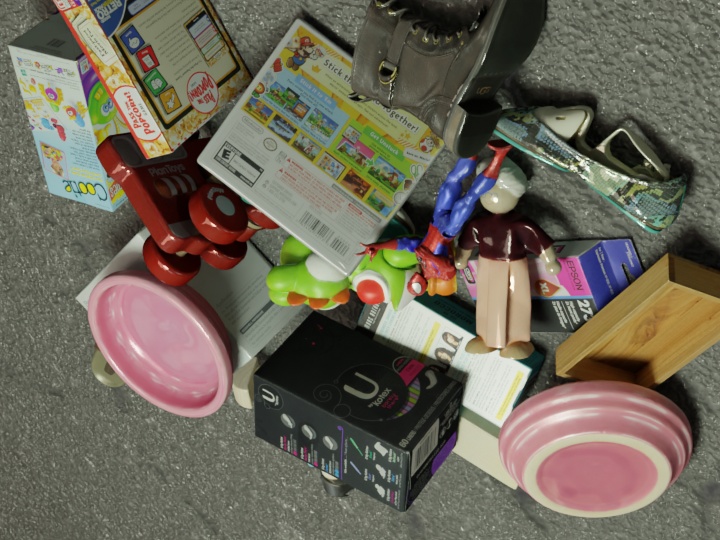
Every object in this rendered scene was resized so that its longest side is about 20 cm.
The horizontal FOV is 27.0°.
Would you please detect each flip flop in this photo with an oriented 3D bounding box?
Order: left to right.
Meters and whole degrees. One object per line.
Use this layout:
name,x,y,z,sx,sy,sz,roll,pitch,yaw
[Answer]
flip flop,-0.334,0.109,2.043,0.081,0.058,0.200,41,141,3

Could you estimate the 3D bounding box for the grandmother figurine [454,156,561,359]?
grandmother figurine,0.143,-0.015,1.491,0.121,0.061,0.201,2,105,23

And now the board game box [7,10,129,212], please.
board game box,-0.312,-0.187,1.729,0.105,0.103,0.201,17,133,28

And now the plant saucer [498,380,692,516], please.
plant saucer,0.244,0.194,1.555,0.200,0.051,0.201,2,138,2

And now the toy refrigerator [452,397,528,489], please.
toy refrigerator,0.114,0.156,1.693,0.200,0.076,0.070,30,139,15

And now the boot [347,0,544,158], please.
boot,0.069,-0.217,1.401,0.174,0.069,0.201,40,117,34

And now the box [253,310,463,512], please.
box,-0.004,0.151,1.633,0.199,0.122,0.106,24,137,22

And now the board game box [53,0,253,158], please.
board game box,-0.213,-0.241,1.561,0.046,0.152,0.200,-9,118,44

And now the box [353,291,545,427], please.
box,0.095,0.083,1.645,0.200,0.049,0.083,31,116,16

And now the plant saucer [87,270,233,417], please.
plant saucer,-0.224,0.078,1.739,0.200,0.051,0.201,21,134,24

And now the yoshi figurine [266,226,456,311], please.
yoshi figurine,-0.002,-0.014,1.583,0.199,0.112,0.113,-7,96,-3

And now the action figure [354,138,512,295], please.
action figure,0.068,-0.052,1.459,0.065,0.099,0.200,48,133,35

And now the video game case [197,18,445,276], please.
video game case,-0.037,-0.125,1.524,0.200,0.023,0.182,37,96,8

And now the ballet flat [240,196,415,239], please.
ballet flat,-0.033,-0.085,1.601,0.199,0.070,0.070,16,141,-11

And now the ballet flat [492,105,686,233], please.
ballet flat,0.215,-0.114,1.391,0.200,0.074,0.074,33,139,11

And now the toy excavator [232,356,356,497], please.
toy excavator,-0.048,0.172,1.828,0.200,0.194,0.100,-111,9,-47

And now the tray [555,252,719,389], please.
tray,0.284,0.058,1.462,0.098,0.037,0.200,18,145,-18

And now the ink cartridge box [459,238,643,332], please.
ink cartridge box,0.199,0.018,1.533,0.199,0.037,0.095,-4,122,40

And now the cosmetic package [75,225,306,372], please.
cosmetic package,-0.210,0.036,1.825,0.200,0.123,0.199,48,140,-3

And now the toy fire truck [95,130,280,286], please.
toy fire truck,-0.179,-0.090,1.639,0.112,0.200,0.168,-38,80,35
